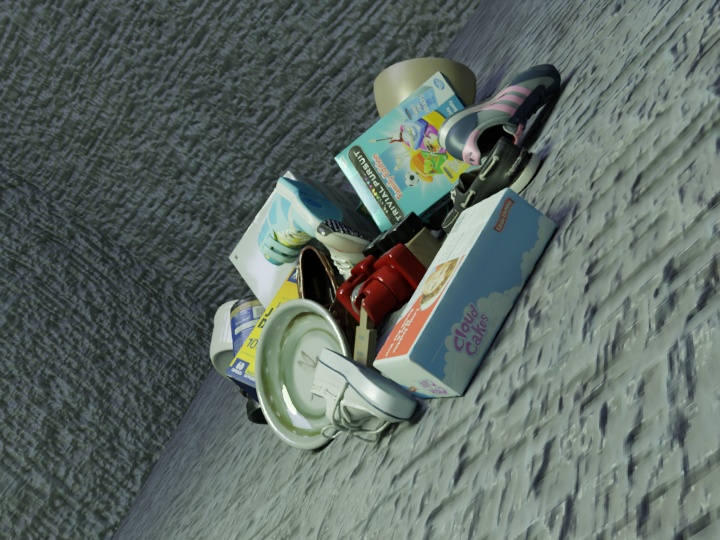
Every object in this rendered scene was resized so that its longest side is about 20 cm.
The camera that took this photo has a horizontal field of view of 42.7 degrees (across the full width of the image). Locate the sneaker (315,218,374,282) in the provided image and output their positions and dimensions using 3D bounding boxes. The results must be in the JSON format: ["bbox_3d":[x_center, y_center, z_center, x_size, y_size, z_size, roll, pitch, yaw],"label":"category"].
[{"bbox_3d":[0.000,0.000,1.304,0.070,0.199,0.094,30,93,42],"label":"sneaker"}]

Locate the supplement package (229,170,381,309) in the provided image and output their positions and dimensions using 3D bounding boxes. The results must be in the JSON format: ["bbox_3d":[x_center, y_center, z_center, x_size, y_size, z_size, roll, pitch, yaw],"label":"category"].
[{"bbox_3d":[-0.071,-0.031,1.554,0.199,0.147,0.192,14,-61,-50],"label":"supplement package"}]

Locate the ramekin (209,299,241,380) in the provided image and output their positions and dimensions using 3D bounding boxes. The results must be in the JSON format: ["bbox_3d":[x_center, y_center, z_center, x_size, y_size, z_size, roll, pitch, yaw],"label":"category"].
[{"bbox_3d":[-0.189,0.148,1.718,0.202,0.201,0.095,-44,25,54],"label":"ramekin"}]

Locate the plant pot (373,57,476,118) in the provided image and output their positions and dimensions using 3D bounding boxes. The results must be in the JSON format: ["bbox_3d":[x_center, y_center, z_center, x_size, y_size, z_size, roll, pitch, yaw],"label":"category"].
[{"bbox_3d":[0.125,-0.295,1.756,0.200,0.198,0.136,141,131,-63],"label":"plant pot"}]

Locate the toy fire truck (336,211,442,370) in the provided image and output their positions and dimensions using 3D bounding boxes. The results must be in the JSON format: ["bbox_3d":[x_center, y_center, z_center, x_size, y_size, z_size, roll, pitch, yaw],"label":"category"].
[{"bbox_3d":[0.022,0.050,1.151,0.200,0.129,0.176,-44,4,-17],"label":"toy fire truck"}]

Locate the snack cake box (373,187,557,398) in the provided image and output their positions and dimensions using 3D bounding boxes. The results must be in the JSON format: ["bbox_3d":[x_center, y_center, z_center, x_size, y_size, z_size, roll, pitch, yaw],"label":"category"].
[{"bbox_3d":[0.102,0.026,0.919,0.201,0.067,0.115,-58,10,-16],"label":"snack cake box"}]

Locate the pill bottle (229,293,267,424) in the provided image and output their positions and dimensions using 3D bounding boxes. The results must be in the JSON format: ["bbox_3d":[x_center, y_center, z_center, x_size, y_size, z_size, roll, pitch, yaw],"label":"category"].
[{"bbox_3d":[-0.157,0.149,1.546,0.112,0.111,0.201,-47,44,46],"label":"pill bottle"}]

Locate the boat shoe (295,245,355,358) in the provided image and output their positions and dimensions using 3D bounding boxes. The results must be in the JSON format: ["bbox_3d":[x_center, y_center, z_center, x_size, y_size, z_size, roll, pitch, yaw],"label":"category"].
[{"bbox_3d":[-0.053,0.062,1.306,0.070,0.201,0.070,-17,-21,-2],"label":"boat shoe"}]

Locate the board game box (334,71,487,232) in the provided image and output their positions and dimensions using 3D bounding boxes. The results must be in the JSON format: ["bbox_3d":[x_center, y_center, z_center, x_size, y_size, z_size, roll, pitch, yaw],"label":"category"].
[{"bbox_3d":[0.082,-0.161,1.324,0.200,0.152,0.047,-38,-16,17],"label":"board game box"}]

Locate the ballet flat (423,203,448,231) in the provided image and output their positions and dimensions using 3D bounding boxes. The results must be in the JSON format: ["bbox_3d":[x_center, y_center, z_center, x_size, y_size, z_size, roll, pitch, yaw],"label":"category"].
[{"bbox_3d":[0.109,-0.123,1.427,0.200,0.068,0.069,-70,-16,-64],"label":"ballet flat"}]

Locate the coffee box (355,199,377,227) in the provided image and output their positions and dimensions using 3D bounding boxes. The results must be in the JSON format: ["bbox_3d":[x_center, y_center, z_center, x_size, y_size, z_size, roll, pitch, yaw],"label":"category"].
[{"bbox_3d":[0.068,-0.125,1.533,0.044,0.123,0.201,-48,12,34],"label":"coffee box"}]

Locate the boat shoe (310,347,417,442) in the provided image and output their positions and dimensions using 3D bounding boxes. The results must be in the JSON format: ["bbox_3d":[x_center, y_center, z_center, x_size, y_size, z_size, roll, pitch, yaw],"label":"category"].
[{"bbox_3d":[-0.010,0.148,1.001,0.202,0.074,0.087,20,86,63],"label":"boat shoe"}]

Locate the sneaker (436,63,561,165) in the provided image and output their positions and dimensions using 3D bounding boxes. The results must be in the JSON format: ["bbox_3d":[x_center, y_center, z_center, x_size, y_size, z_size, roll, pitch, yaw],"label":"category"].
[{"bbox_3d":[0.203,-0.201,1.228,0.199,0.082,0.070,-34,-40,-12],"label":"sneaker"}]

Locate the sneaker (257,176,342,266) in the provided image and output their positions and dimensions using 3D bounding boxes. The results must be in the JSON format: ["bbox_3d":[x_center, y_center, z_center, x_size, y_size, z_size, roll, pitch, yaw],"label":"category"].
[{"bbox_3d":[-0.094,-0.053,1.379,0.131,0.079,0.200,-67,23,13],"label":"sneaker"}]

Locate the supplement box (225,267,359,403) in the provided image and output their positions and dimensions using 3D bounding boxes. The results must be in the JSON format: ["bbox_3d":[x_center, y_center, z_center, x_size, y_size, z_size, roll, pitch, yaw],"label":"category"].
[{"bbox_3d":[-0.091,0.114,1.401,0.108,0.110,0.201,15,65,41],"label":"supplement box"}]

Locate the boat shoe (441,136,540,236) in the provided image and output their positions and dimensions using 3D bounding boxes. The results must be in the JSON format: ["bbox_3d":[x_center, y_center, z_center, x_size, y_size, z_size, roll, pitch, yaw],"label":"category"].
[{"bbox_3d":[0.151,-0.104,1.176,0.074,0.060,0.200,-60,9,-29],"label":"boat shoe"}]

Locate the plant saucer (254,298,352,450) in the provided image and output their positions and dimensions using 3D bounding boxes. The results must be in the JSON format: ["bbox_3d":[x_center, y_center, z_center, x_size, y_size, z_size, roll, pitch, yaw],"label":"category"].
[{"bbox_3d":[-0.066,0.139,1.245,0.050,0.201,0.200,2,-41,-43],"label":"plant saucer"}]
